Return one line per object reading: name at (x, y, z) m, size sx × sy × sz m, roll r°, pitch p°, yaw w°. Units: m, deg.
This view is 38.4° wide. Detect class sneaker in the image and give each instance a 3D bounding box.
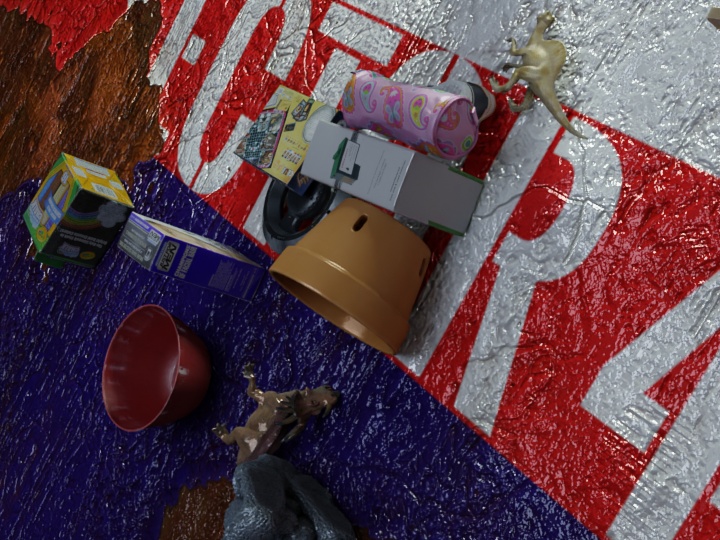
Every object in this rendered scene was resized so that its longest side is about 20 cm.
sneaker at (0.094, -0.214, 1.404) m, size 0.200 × 0.079 × 0.079 m, roll 5°, pitch 94°, yaw 48°

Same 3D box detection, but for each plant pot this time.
plant pot at (0.000, 0.000, 1.359) m, size 0.200 × 0.200 × 0.140 m, roll 24°, pitch 76°, yaw 45°

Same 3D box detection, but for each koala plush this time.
koala plush at (-0.137, 0.369, 1.378) m, size 0.200 × 0.177 × 0.184 m, roll -60°, pitch 28°, yaw 12°

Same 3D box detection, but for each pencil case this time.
pencil case at (0.061, -0.203, 1.324) m, size 0.200 × 0.087 × 0.088 m, roll 28°, pitch 96°, yaw 47°

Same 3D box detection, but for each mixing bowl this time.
mixing bowl at (-0.308, 0.161, 1.644) m, size 0.200 × 0.108 × 0.201 m, roll -16°, pitch 67°, yaw 41°

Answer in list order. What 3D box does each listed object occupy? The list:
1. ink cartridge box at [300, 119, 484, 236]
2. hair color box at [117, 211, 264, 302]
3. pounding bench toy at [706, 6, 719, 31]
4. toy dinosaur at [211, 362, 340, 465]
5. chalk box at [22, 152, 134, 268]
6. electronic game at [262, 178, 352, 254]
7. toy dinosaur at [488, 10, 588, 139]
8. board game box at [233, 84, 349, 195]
ink cartridge box at (0.039, -0.125, 1.378) m, size 0.200 × 0.146 × 0.085 m, roll 25°, pitch 96°, yaw 46°
hair color box at (-0.258, -0.020, 1.590) m, size 0.109 × 0.200 × 0.065 m, roll 30°, pitch 98°, yaw 45°
pounding bench toy at (0.429, -0.291, 1.073) m, size 0.200 × 0.124 × 0.156 m, roll 27°, pitch 96°, yaw 45°
toy dinosaur at (-0.130, 0.225, 1.462) m, size 0.135 × 0.086 × 0.200 m, roll 38°, pitch 100°, yaw 47°
chalk box at (-0.542, -0.095, 1.943) m, size 0.200 × 0.125 × 0.124 m, roll -51°, pitch 48°, yaw 17°
electronic game at (-0.076, -0.113, 1.558) m, size 0.200 × 0.042 × 0.201 m, roll -23°, pitch 54°, yaw 35°
toy dinosaur at (0.220, -0.244, 1.306) m, size 0.101 × 0.058 × 0.201 m, roll -24°, pitch 61°, yaw 35°
board game box at (-0.107, -0.203, 1.585) m, size 0.136 × 0.035 × 0.200 m, roll -55°, pitch 36°, yaw 0°
